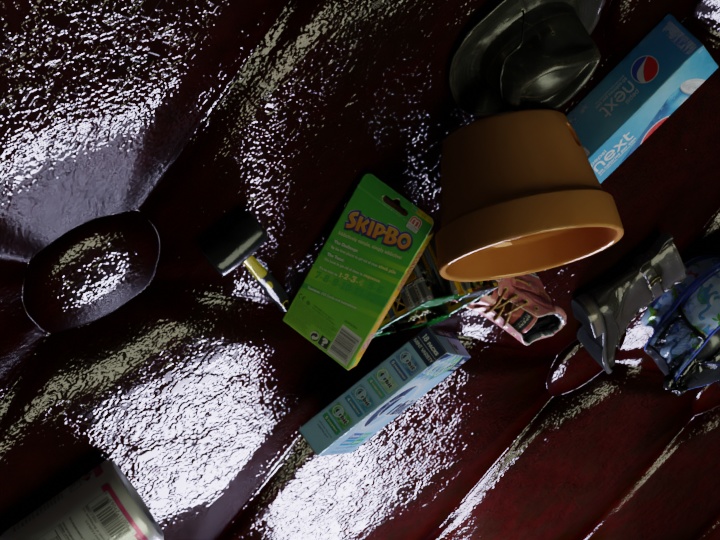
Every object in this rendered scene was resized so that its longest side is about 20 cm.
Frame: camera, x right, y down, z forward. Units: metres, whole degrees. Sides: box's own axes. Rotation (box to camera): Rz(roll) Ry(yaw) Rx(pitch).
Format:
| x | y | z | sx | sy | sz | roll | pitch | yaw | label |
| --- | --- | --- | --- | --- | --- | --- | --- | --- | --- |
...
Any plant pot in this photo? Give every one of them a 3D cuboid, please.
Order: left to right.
| x | y | z | sx | sy | sz | roll | pitch | yaw | label |
| --- | --- | --- | --- | --- | --- | --- | --- | --- | --- |
| 0.167 | -0.083 | 1.673 | 0.198 | 0.141 | 0.200 | -11 | 169 | -2 | plant pot |

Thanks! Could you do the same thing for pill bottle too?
| x | y | z | sx | sy | sz | roll | pitch | yaw | label |
| --- | --- | --- | --- | --- | --- | --- | --- | --- | --- |
| -0.328 | 0.311 | 1.748 | 0.199 | 0.114 | 0.114 | -35 | 149 | -6 | pill bottle |

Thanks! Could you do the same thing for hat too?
| x | y | z | sx | sy | sz | roll | pitch | yaw | label |
| --- | --- | --- | --- | --- | --- | --- | --- | --- | --- |
| 0.193 | -0.220 | 1.647 | 0.200 | 0.081 | 0.201 | -27 | 146 | -20 | hat |

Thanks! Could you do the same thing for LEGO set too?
| x | y | z | sx | sy | sz | roll | pitch | yaw | label |
| --- | --- | --- | --- | --- | --- | --- | --- | --- | --- |
| 0.056 | -0.004 | 1.787 | 0.199 | 0.117 | 0.154 | -13 | 166 | -42 | LEGO set |

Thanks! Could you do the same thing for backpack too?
| x | y | z | sx | sy | sz | roll | pitch | yaw | label |
| --- | --- | --- | --- | --- | --- | --- | --- | --- | --- |
| 0.516 | 0.060 | 2.286 | 0.182 | 0.147 | 0.200 | -3 | 139 | -45 | backpack |

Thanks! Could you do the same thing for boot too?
| x | y | z | sx | sy | sz | roll | pitch | yaw | label |
| --- | --- | --- | --- | --- | --- | --- | --- | --- | --- |
| 0.387 | 0.047 | 2.209 | 0.174 | 0.069 | 0.200 | -34 | 147 | -7 | boot |

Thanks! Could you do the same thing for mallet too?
| x | y | z | sx | sy | sz | roll | pitch | yaw | label |
| --- | --- | --- | --- | --- | --- | --- | --- | --- | --- |
| -0.100 | -0.006 | 1.663 | 0.066 | 0.041 | 0.200 | -44 | 154 | 3 | mallet |

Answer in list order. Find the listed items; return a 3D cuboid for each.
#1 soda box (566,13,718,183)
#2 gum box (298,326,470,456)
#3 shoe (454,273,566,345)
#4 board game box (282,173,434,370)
| x | y | z | sx | sy | sz | roll | pitch | yaw | label |
| --- | --- | --- | --- | --- | --- | --- | --- | --- | --- |
| 0.314 | -0.195 | 1.825 | 0.200 | 0.064 | 0.068 | -45 | 149 | 10 | soda box |
| 0.033 | 0.149 | 1.930 | 0.200 | 0.045 | 0.170 | -40 | 167 | 7 | gum box |
| 0.177 | 0.036 | 1.950 | 0.199 | 0.091 | 0.072 | 8 | 126 | -51 | shoe |
| 0.000 | 0.000 | 1.700 | 0.201 | 0.095 | 0.030 | -61 | 164 | 25 | board game box |
